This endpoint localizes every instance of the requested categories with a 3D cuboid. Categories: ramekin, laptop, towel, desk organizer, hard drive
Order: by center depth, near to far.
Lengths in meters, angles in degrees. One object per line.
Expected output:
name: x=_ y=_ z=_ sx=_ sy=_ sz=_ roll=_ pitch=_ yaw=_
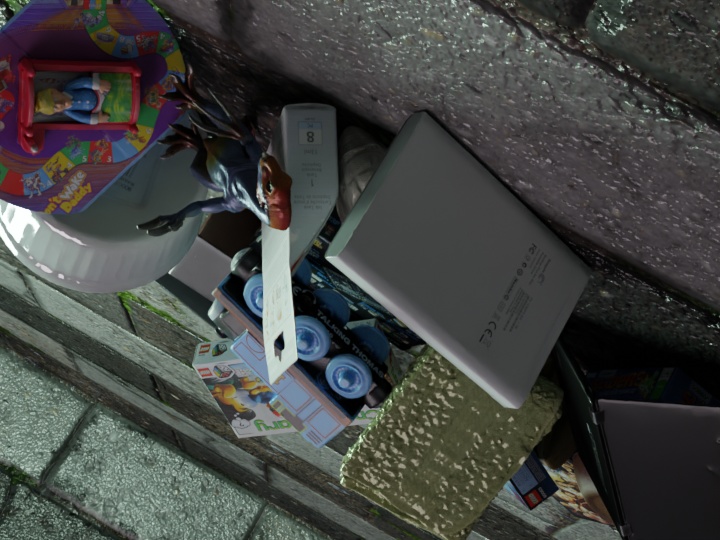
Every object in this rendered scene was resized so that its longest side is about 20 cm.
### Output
hard drive: x=0.080 y=-0.005 z=0.974 sx=0.200 sy=0.132 sz=0.026 roll=40 pitch=160 yaw=-25
laptop: x=0.260 y=0.144 z=1.132 sx=0.200 sy=0.115 sz=0.188 roll=-111 pitch=1 yaw=-54
ramekin: x=-0.228 y=-0.089 z=1.152 sx=0.200 sy=0.201 sz=0.098 roll=33 pitch=154 yaw=-7
towel: x=0.082 y=0.155 z=1.203 sx=0.148 sy=0.200 sz=0.037 roll=30 pitch=-159 yaw=-6
desk organizer: x=-0.089 y=0.015 z=1.346 sx=0.200 sy=0.077 sz=0.072 roll=34 pitch=132 yaw=-9

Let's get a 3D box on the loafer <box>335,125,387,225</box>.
loafer: x=0.017 y=-0.047 z=1.083 sx=0.200 sy=0.070 sz=0.070 roll=78 pitch=173 yaw=-60

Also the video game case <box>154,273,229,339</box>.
video game case: x=-0.163 y=0.026 z=1.452 sx=0.200 sy=0.026 sz=0.181 roll=36 pitch=-173 yaw=20

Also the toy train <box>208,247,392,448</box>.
toy train: x=-0.061 y=0.070 z=1.228 sx=0.200 sy=0.087 sz=0.114 roll=44 pitch=121 yaw=-5

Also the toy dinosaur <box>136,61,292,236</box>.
toy dinosaur: x=-0.089 y=-0.091 z=1.014 sx=0.181 sy=0.105 sz=0.200 roll=37 pitch=-148 yaw=30

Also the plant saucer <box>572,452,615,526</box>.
plant saucer: x=0.304 y=0.252 z=1.332 sx=0.200 sy=0.037 sz=0.201 roll=27 pitch=164 yaw=8

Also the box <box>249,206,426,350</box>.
box: x=0.000 y=0.000 z=1.251 sx=0.200 sy=0.046 sz=0.159 roll=35 pitch=162 yaw=-10

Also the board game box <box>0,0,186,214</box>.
board game box: x=-0.228 y=-0.131 z=1.024 sx=0.158 sy=0.200 sz=0.039 roll=48 pitch=179 yaw=-33

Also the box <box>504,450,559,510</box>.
box: x=0.123 y=0.158 z=1.325 sx=0.137 sy=0.038 sz=0.200 roll=55 pitch=175 yaw=-9

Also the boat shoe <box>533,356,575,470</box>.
boat shoe: x=0.178 y=0.133 z=1.295 sx=0.066 sy=0.072 sz=0.201 roll=31 pitch=163 yaw=32

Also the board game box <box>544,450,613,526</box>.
board game box: x=0.247 y=0.235 z=1.492 sx=0.200 sy=0.035 sz=0.135 roll=42 pitch=159 yaw=-29

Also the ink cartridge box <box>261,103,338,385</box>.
ink cartridge box: x=-0.049 y=-0.016 z=1.055 sx=0.047 sy=0.201 sz=0.160 roll=-1 pitch=168 yaw=-12

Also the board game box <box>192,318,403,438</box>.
board game box: x=-0.058 y=0.114 z=1.335 sx=0.199 sy=0.035 sz=0.127 roll=-9 pitch=134 yaw=19

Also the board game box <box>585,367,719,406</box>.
board game box: x=0.311 y=0.160 z=1.194 sx=0.200 sy=0.035 sz=0.135 roll=38 pitch=160 yaw=-18
